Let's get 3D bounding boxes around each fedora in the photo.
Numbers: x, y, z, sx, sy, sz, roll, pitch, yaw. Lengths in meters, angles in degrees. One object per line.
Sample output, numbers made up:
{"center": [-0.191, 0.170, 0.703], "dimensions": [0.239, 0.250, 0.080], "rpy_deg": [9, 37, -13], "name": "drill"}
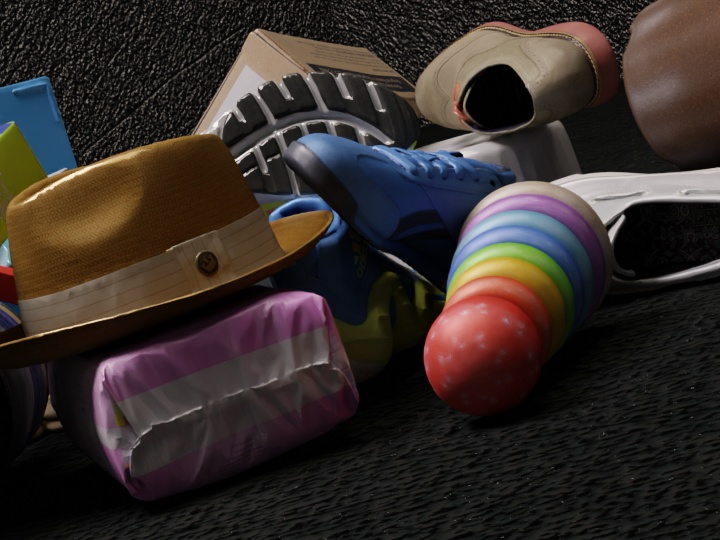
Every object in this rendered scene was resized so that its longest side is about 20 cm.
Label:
{"center": [-0.113, -0.018, 0.959], "dimensions": [0.200, 0.082, 0.201], "rpy_deg": [-20, 7, 2], "name": "fedora"}

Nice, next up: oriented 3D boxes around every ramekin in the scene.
{"center": [0.064, -0.036, 1.303], "dimensions": [0.199, 0.098, 0.200], "rpy_deg": [-15, 6, 2], "name": "ramekin"}

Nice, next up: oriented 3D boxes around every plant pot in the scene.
{"center": [0.319, -0.165, 1.442], "dimensions": [0.200, 0.201, 0.198], "rpy_deg": [-21, 1, -39], "name": "plant pot"}

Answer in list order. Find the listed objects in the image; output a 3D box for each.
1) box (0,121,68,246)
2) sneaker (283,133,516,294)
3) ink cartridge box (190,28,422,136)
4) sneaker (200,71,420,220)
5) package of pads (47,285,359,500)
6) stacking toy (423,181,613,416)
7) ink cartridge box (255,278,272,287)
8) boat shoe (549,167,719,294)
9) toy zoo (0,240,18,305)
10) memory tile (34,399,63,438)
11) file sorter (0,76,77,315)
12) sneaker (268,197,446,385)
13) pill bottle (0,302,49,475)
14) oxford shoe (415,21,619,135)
{"center": [-0.240, -0.008, 0.964], "dimensions": [0.121, 0.048, 0.200], "rpy_deg": [-19, 21, 24], "name": "box"}
{"center": [0.032, -0.045, 1.035], "dimensions": [0.079, 0.066, 0.200], "rpy_deg": [-48, -36, 8], "name": "sneaker"}
{"center": [-0.060, -0.065, 1.366], "dimensions": [0.200, 0.075, 0.165], "rpy_deg": [-57, -21, 18], "name": "ink cartridge box"}
{"center": [-0.058, -0.053, 1.132], "dimensions": [0.199, 0.079, 0.090], "rpy_deg": [-19, -22, 6], "name": "sneaker"}
{"center": [-0.087, 0.056, 0.966], "dimensions": [0.120, 0.076, 0.200], "rpy_deg": [-18, 6, -16], "name": "package of pads"}
{"center": [0.071, 0.016, 0.930], "dimensions": [0.085, 0.086, 0.200], "rpy_deg": [-14, 10, 17], "name": "stacking toy"}
{"center": [-0.096, 0.018, 1.195], "dimensions": [0.115, 0.067, 0.200], "rpy_deg": [-14, 29, 14], "name": "ink cartridge box"}
{"center": [0.152, -0.016, 1.087], "dimensions": [0.199, 0.072, 0.068], "rpy_deg": [-2, 12, 30], "name": "boat shoe"}
{"center": [-0.247, -0.032, 1.146], "dimensions": [0.199, 0.021, 0.131], "rpy_deg": [17, 26, -22], "name": "toy zoo"}
{"center": [-0.261, 0.107, 1.237], "dimensions": [0.199, 0.017, 0.153], "rpy_deg": [-18, 6, -16], "name": "memory tile"}
{"center": [-0.265, -0.008, 1.283], "dimensions": [0.138, 0.201, 0.122], "rpy_deg": [-21, 5, -42], "name": "file sorter"}
{"center": [0.000, 0.000, 1.102], "dimensions": [0.075, 0.106, 0.200], "rpy_deg": [-17, 6, 16], "name": "sneaker"}
{"center": [-0.234, 0.075, 1.010], "dimensions": [0.111, 0.112, 0.200], "rpy_deg": [-16, 6, 2], "name": "pill bottle"}
{"center": [0.081, -0.122, 1.250], "dimensions": [0.075, 0.071, 0.200], "rpy_deg": [-26, 9, -28], "name": "oxford shoe"}
